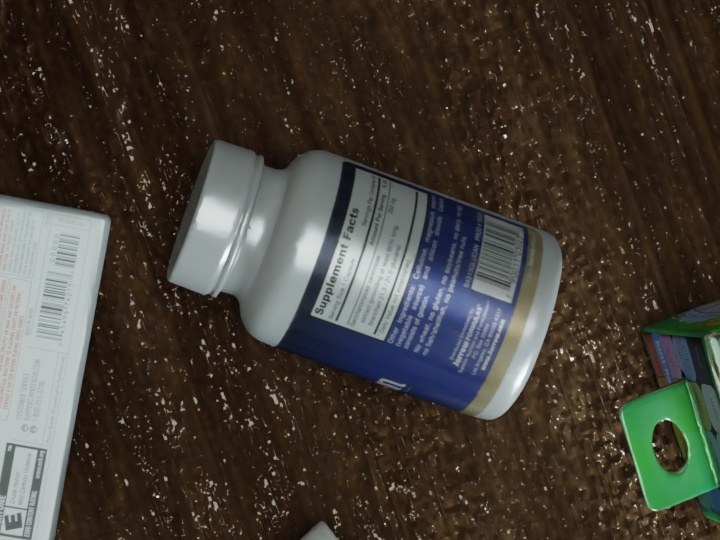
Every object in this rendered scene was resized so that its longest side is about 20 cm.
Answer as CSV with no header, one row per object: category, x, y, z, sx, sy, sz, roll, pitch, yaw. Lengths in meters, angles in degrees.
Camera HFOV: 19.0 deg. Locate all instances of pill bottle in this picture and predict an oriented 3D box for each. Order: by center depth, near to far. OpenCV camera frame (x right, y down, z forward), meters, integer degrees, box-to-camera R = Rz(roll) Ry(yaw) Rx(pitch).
pill bottle,0.000,0.000,1.179,0.199,0.111,0.112,20,87,-8

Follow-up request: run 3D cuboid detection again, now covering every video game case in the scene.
video game case,-0.244,0.052,1.186,0.181,0.023,0.201,10,89,-9

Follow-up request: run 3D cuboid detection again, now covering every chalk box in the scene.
chalk box,0.241,0.073,1.211,0.199,0.124,0.125,-18,93,-7

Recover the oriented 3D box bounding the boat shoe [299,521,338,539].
boat shoe,0.037,0.218,1.207,0.200,0.072,0.066,38,86,0
